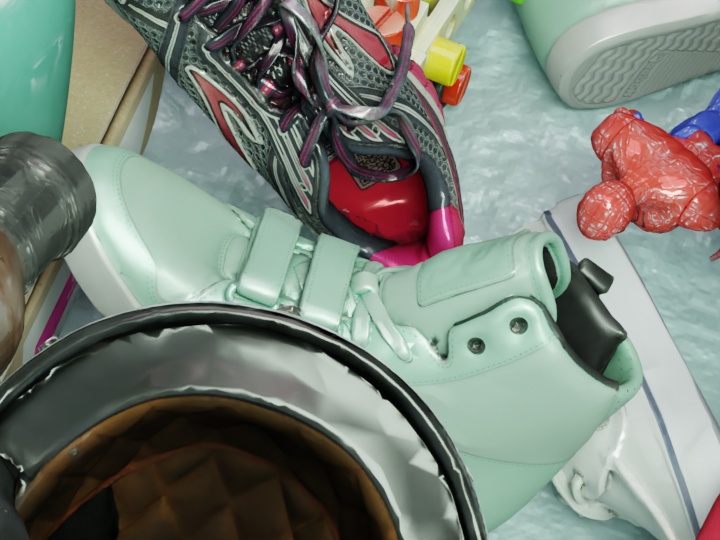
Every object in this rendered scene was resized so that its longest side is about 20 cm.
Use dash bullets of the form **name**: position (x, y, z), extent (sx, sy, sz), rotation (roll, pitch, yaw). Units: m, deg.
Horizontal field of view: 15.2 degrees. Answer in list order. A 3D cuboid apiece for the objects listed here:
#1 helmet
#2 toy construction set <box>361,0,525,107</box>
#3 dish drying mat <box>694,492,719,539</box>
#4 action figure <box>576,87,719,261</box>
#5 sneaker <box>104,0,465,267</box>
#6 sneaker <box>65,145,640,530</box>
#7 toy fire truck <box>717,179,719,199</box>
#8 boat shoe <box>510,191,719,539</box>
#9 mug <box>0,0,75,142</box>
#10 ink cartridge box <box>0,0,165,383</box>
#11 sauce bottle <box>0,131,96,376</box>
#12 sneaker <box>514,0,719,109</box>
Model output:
- **helmet**: position (-0.052, 0.114, 0.775), extent (0.200, 0.200, 0.191), rotation (12, 33, 0)
- **toy construction set**: position (0.008, -0.106, 1.050), extent (0.092, 0.131, 0.200), rotation (33, 50, 20)
- **dish drying mat**: position (0.151, 0.091, 0.900), extent (0.077, 0.018, 0.200), rotation (56, 27, -2)
- **action figure**: position (0.131, -0.039, 1.028), extent (0.065, 0.052, 0.200), rotation (44, 27, 15)
- **sneaker**: position (-0.022, -0.073, 0.932), extent (0.081, 0.200, 0.075), rotation (-36, 39, 13)
- **sneaker**: position (0.000, 0.000, 0.895), extent (0.200, 0.118, 0.074), rotation (37, 34, -19)
- **toy fire truck**: position (0.199, -0.034, 0.985), extent (0.200, 0.176, 0.129), rotation (20, 80, 56)
- **boat shoe**: position (0.094, 0.060, 0.967), extent (0.065, 0.074, 0.200), rotation (-28, 45, 5)
- **mug**: position (-0.160, -0.080, 0.901), extent (0.185, 0.115, 0.152), rotation (34, 51, 19)
- **ink cartridge box**: position (-0.178, -0.030, 0.981), extent (0.165, 0.075, 0.200), rotation (18, 46, 3)
- **sauce bottle**: position (-0.138, 0.024, 0.764), extent (0.065, 0.065, 0.200), rotation (23, 36, 10)
- **sneaker**: position (0.153, -0.146, 1.152), extent (0.200, 0.074, 0.118), rotation (-13, 58, -19)
